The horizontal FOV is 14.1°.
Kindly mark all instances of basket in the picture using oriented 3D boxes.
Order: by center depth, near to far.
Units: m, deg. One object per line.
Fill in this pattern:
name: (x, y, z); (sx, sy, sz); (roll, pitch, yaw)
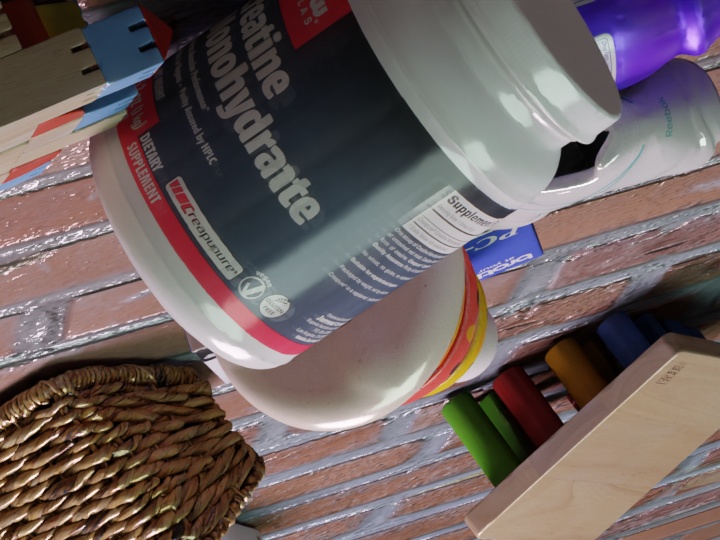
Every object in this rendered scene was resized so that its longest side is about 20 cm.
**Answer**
basket: (-0.177, 0.124, 1.772); (0.200, 0.149, 0.143); (-33, -167, 34)

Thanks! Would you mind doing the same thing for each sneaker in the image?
sneaker: (0.085, -0.061, 1.451); (0.080, 0.071, 0.200); (-16, 179, -40)

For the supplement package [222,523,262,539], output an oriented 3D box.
supplement package: (-0.160, 0.277, 2.169); (0.199, 0.114, 0.110); (-26, 163, 11)

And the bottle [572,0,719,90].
bottle: (0.103, -0.115, 1.362); (0.199, 0.066, 0.084); (-20, 162, -4)

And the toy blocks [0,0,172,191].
toy blocks: (-0.155, -0.066, 1.183); (0.136, 0.100, 0.200); (-24, 176, -20)

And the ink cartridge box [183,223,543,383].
ink cartridge box: (0.000, 0.000, 1.629); (0.199, 0.044, 0.094); (-23, 165, 4)

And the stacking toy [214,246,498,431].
stacking toy: (0.022, 0.020, 1.531); (0.146, 0.147, 0.200); (-27, 160, 20)

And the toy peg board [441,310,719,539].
toy peg board: (0.167, 0.093, 2.076); (0.199, 0.098, 0.200); (-44, 157, 17)

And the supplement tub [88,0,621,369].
supplement tub: (-0.003, -0.062, 1.252); (0.200, 0.141, 0.140); (-34, 160, 15)
